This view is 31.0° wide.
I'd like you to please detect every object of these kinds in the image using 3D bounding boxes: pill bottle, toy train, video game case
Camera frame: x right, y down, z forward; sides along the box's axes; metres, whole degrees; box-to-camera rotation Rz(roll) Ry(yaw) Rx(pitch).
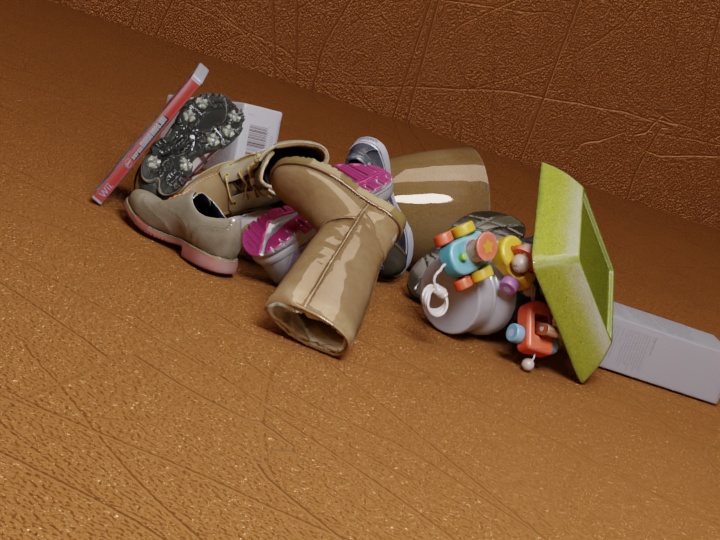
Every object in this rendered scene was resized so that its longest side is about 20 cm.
[{"bbox_3d":[0.172,0.020,1.629,0.113,0.114,0.199,28,24,36],"label":"pill bottle"},{"bbox_3d":[0.167,0.022,1.509,0.199,0.152,0.055,23,-26,-31],"label":"toy train"},{"bbox_3d":[-0.266,-0.177,1.653,0.017,0.200,0.143,39,9,-12],"label":"video game case"}]

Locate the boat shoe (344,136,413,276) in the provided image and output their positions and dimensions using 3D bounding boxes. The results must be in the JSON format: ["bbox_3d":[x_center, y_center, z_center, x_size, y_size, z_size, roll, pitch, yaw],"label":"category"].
[{"bbox_3d":[0.019,-0.072,1.707,0.071,0.202,0.068,1,31,21],"label":"boat shoe"}]

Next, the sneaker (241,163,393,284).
[{"bbox_3d":[-0.043,-0.052,1.535,0.199,0.089,0.081,-32,43,-12],"label":"sneaker"}]

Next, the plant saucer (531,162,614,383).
[{"bbox_3d":[0.266,-0.002,1.574,0.047,0.201,0.201,-12,37,22],"label":"plant saucer"}]

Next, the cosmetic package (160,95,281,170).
[{"bbox_3d":[-0.207,-0.193,1.882,0.071,0.103,0.199,8,4,-43],"label":"cosmetic package"}]

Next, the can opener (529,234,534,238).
[{"bbox_3d":[0.220,-0.006,1.755,0.066,0.200,0.053,-27,80,-40],"label":"can opener"}]

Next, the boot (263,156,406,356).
[{"bbox_3d":[-0.053,-0.023,1.388,0.174,0.066,0.201,23,47,7],"label":"boot"}]

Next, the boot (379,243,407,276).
[{"bbox_3d":[0.000,0.000,1.640,0.199,0.075,0.097,13,35,-43],"label":"boot"}]

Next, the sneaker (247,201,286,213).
[{"bbox_3d":[-0.084,-0.077,1.781,0.199,0.074,0.081,27,11,22],"label":"sneaker"}]

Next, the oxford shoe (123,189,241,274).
[{"bbox_3d":[-0.205,-0.064,1.536,0.199,0.074,0.070,29,16,35],"label":"oxford shoe"}]

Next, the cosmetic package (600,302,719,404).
[{"bbox_3d":[0.379,0.101,1.713,0.198,0.072,0.102,18,13,-5],"label":"cosmetic package"}]

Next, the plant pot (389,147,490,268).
[{"bbox_3d":[0.057,-0.083,1.832,0.198,0.188,0.186,0,18,-18],"label":"plant pot"}]

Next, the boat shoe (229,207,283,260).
[{"bbox_3d":[-0.091,-0.052,1.660,0.199,0.071,0.069,4,20,-45],"label":"boat shoe"}]

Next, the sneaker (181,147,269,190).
[{"bbox_3d":[-0.143,-0.126,1.727,0.198,0.076,0.081,-14,17,-6],"label":"sneaker"}]

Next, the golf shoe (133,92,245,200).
[{"bbox_3d":[-0.229,-0.158,1.678,0.077,0.088,0.200,46,51,-5],"label":"golf shoe"}]

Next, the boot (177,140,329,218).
[{"bbox_3d":[-0.135,-0.109,1.605,0.198,0.074,0.155,-17,4,-6],"label":"boot"}]

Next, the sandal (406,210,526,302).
[{"bbox_3d":[0.139,-0.012,1.729,0.081,0.055,0.200,34,59,24],"label":"sandal"}]
